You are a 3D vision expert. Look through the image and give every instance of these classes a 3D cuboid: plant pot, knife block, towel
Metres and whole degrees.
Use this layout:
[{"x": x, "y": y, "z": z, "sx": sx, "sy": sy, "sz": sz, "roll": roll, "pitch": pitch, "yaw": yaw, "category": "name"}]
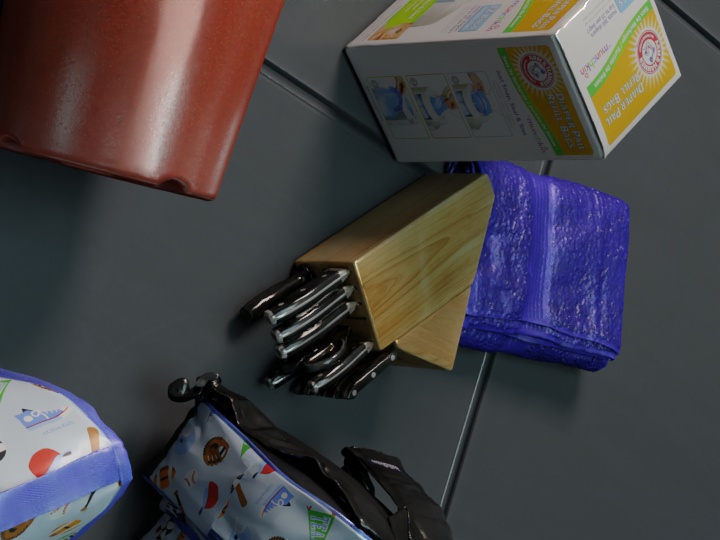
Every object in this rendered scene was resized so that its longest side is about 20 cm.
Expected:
[{"x": -0.137, "y": -0.153, "z": 1.331, "sx": 0.200, "sy": 0.200, "sz": 0.196, "roll": 15, "pitch": 90, "yaw": -44, "category": "plant pot"}, {"x": 0.000, "y": 0.000, "z": 1.549, "sx": 0.175, "sy": 0.064, "sz": 0.201, "roll": 26, "pitch": 74, "yaw": -43, "category": "knife block"}, {"x": 0.138, "y": -0.004, "z": 1.697, "sx": 0.200, "sy": 0.049, "sz": 0.148, "roll": 13, "pitch": 83, "yaw": -44, "category": "towel"}]

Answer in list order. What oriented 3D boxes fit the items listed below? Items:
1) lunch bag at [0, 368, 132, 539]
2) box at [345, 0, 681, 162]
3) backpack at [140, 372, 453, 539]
[{"x": -0.248, "y": 0.126, "z": 1.215, "sx": 0.170, "sy": 0.200, "sz": 0.124, "roll": -21, "pitch": 106, "yaw": -43, "category": "lunch bag"}, {"x": 0.108, "y": -0.149, "z": 1.554, "sx": 0.112, "sy": 0.200, "sz": 0.102, "roll": -45, "pitch": 121, "yaw": -34, "category": "box"}, {"x": -0.039, "y": 0.181, "z": 1.432, "sx": 0.200, "sy": 0.190, "sz": 0.154, "roll": 28, "pitch": 88, "yaw": -42, "category": "backpack"}]
